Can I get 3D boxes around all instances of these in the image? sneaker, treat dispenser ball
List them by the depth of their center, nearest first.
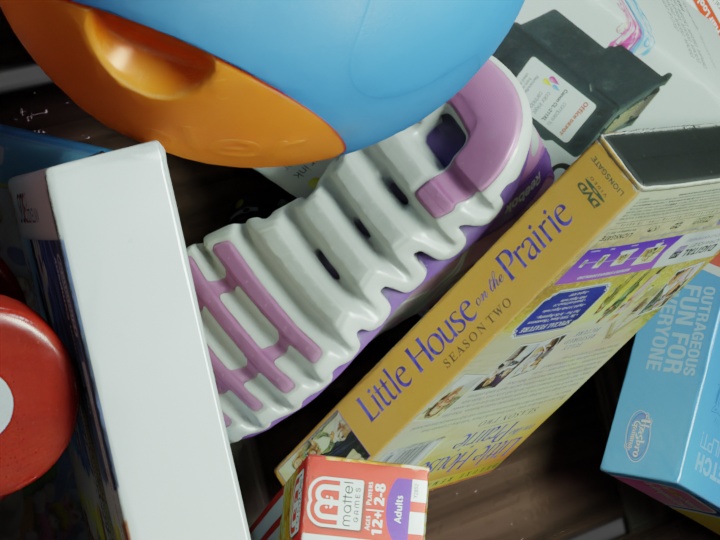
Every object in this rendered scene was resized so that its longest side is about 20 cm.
[{"bbox_3d":[-0.034,-0.135,1.014,0.201,0.201,0.201,9,77,-43],"label":"treat dispenser ball"},{"bbox_3d":[0.000,0.000,1.153,0.081,0.200,0.088,55,16,23],"label":"sneaker"}]

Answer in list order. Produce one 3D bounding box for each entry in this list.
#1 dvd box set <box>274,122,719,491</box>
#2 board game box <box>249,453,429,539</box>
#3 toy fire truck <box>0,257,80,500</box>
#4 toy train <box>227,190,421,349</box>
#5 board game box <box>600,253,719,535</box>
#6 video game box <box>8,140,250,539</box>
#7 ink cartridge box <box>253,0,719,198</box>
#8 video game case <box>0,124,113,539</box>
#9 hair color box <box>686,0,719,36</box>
[{"bbox_3d":[0.072,0.018,1.171,0.029,0.200,0.146,53,30,17],"label":"dvd box set"},{"bbox_3d":[-0.018,0.160,1.090,0.046,0.200,0.152,7,75,-7],"label":"board game box"},{"bbox_3d":[-0.199,0.022,0.977,0.168,0.112,0.200,-33,113,-7],"label":"toy fire truck"},{"bbox_3d":[0.019,0.013,1.260,0.200,0.034,0.046,27,44,-38],"label":"toy train"},{"bbox_3d":[0.189,0.048,1.365,0.200,0.040,0.153,30,72,-53],"label":"board game box"},{"bbox_3d":[-0.077,0.057,1.037,0.047,0.182,0.200,-13,93,-8],"label":"video game box"},{"bbox_3d":[0.042,-0.080,1.204,0.200,0.146,0.083,33,24,-34],"label":"ink cartridge box"},{"bbox_3d":[-0.151,0.042,1.098,0.143,0.018,0.200,11,75,-42],"label":"video game case"},{"bbox_3d":[0.145,-0.113,1.381,0.200,0.064,0.111,-51,120,-38],"label":"hair color box"}]
